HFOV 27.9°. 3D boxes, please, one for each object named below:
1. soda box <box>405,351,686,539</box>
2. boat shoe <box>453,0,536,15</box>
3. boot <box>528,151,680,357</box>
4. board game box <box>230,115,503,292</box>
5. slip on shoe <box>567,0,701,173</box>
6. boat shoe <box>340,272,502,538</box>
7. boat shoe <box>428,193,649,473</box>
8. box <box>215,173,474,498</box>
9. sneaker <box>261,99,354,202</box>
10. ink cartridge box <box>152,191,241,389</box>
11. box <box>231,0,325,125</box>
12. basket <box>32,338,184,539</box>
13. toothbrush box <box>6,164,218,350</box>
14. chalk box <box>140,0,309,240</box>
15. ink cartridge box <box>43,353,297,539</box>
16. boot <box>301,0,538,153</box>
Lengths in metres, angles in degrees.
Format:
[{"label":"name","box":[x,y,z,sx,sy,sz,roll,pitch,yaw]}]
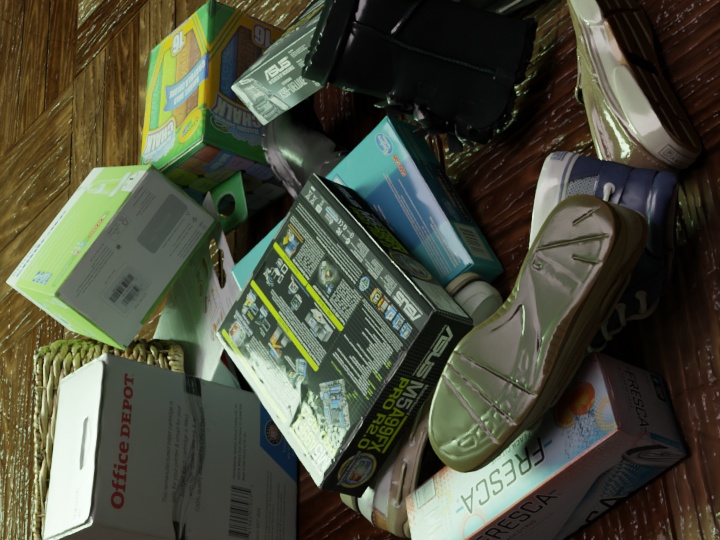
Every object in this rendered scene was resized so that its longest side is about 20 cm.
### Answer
[{"label":"soda box","box":[0.118,0.139,0.966,0.200,0.068,0.064,-43,41,35]},{"label":"boat shoe","box":[0.092,-0.210,1.185,0.200,0.057,0.067,-32,22,48]},{"label":"boot","box":[0.157,0.025,0.966,0.090,0.073,0.201,11,108,22]},{"label":"board game box","box":[0.000,0.000,1.164,0.200,0.047,0.151,-43,59,25]},{"label":"slip on shoe","box":[0.176,-0.140,1.021,0.061,0.076,0.201,-41,52,32]},{"label":"boat shoe","box":[0.061,0.102,1.072,0.068,0.075,0.201,30,98,37]},{"label":"boat shoe","box":[0.115,0.045,0.923,0.073,0.063,0.201,39,109,38]},{"label":"box","box":[-0.018,0.044,1.088,0.161,0.044,0.200,-59,41,16]},{"label":"sneaker","box":[-0.025,-0.084,1.284,0.091,0.076,0.201,-39,54,29]},{"label":"ink cartridge box","box":[-0.137,0.053,1.347,0.201,0.050,0.163,-63,33,32]},{"label":"box","box":[-0.006,-0.220,1.257,0.200,0.050,0.158,-24,22,50]},{"label":"basket","box":[-0.217,0.165,1.376,0.148,0.143,0.201,-1,89,12]},{"label":"toothbrush box","box":[-0.235,-0.017,1.347,0.146,0.086,0.200,-55,24,-13]},{"label":"chalk box","box":[-0.131,-0.132,1.396,0.124,0.123,0.201,-28,53,46]},{"label":"ink cartridge box","box":[-0.155,0.169,1.216,0.084,0.199,0.145,-28,52,44]},{"label":"boot","box":[0.058,-0.200,1.104,0.073,0.162,0.199,-136,65,-78]}]
